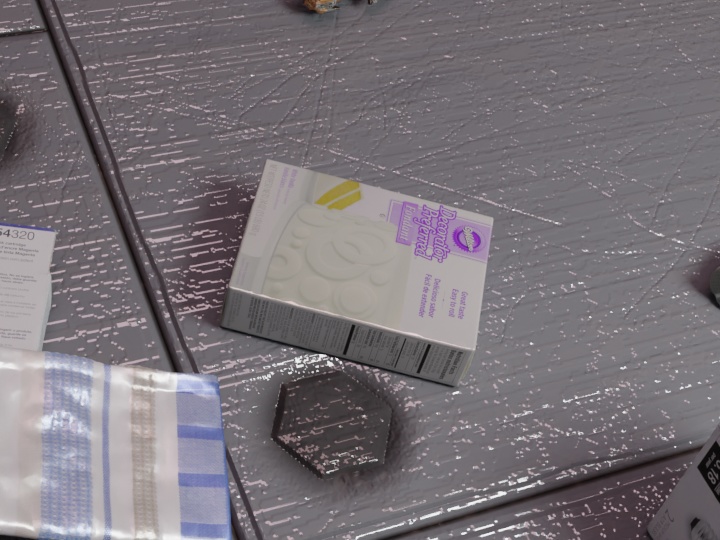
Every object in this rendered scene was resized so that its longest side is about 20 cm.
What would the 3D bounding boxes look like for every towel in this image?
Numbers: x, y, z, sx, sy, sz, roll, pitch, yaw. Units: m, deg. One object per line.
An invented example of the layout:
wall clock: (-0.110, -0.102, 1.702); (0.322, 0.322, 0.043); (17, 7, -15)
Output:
towel: (-0.185, 0.123, 0.968); (0.200, 0.024, 0.147); (12, 51, -26)

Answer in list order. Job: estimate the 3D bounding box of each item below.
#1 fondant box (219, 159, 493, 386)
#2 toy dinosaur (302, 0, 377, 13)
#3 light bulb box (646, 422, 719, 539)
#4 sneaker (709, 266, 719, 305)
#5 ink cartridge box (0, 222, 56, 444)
fondant box: (0.000, 0.000, 1.122); (0.200, 0.058, 0.144); (15, 50, -3)
toy dinosaur: (-0.011, -0.331, 1.377); (0.136, 0.102, 0.200); (42, 35, 1)
light bulb box: (0.328, 0.200, 0.955); (0.125, 0.198, 0.200); (-16, 57, -22)
sneaker: (0.408, 0.030, 1.192); (0.200, 0.070, 0.080); (31, 49, 12)
ink cartridge box: (-0.334, 0.046, 1.015); (0.196, 0.043, 0.200); (7, 49, -7)
